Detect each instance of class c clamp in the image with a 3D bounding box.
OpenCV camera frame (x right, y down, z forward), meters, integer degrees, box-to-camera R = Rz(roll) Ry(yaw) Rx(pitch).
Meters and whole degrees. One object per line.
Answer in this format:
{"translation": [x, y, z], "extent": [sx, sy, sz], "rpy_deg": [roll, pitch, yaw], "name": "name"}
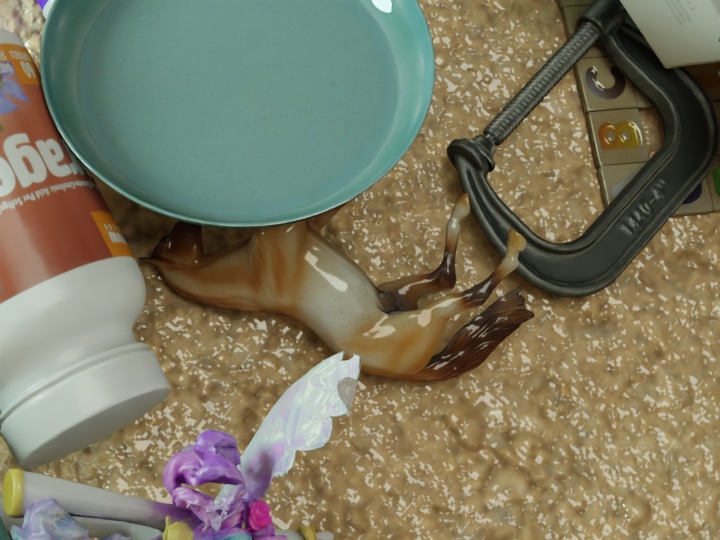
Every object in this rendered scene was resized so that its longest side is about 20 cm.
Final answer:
{"translation": [0.119, -0.089, 1.201], "extent": [0.171, 0.027, 0.200], "rpy_deg": [40, 65, -6], "name": "c clamp"}

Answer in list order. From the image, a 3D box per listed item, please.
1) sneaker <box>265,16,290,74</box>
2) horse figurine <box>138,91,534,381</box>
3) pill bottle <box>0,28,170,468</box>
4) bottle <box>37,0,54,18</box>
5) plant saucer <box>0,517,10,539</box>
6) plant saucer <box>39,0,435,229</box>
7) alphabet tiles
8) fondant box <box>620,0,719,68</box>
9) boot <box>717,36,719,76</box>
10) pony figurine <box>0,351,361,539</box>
{"translation": [-0.019, -0.142, 1.168], "extent": [0.087, 0.075, 0.201], "rpy_deg": [32, 61, -30], "name": "sneaker"}
{"translation": [0.000, 0.000, 1.114], "extent": [0.199, 0.050, 0.133], "rpy_deg": [34, 96, -13], "name": "horse figurine"}
{"translation": [-0.176, -0.010, 1.046], "extent": [0.112, 0.112, 0.201], "rpy_deg": [-25, 81, -22], "name": "pill bottle"}
{"translation": [-0.186, -0.224, 1.138], "extent": [0.083, 0.065, 0.201], "rpy_deg": [-23, 80, -21], "name": "bottle"}
{"translation": [-0.183, 0.120, 0.959], "extent": [0.019, 0.200, 0.070], "rpy_deg": [2, 113, -23], "name": "plant saucer"}
{"translation": [-0.062, -0.101, 1.064], "extent": [0.198, 0.027, 0.202], "rpy_deg": [2, 59, -4], "name": "plant saucer"}
{"translation": [0.202, -0.131, 1.253], "extent": [0.166, 0.008, 0.202], "rpy_deg": [-6, 75, -18], "name": "alphabet tiles"}
{"translation": [0.194, -0.239, 1.208], "extent": [0.144, 0.058, 0.201], "rpy_deg": [49, 53, -37], "name": "fondant box"}
{"translation": [0.297, -0.133, 1.176], "extent": [0.197, 0.073, 0.164], "rpy_deg": [17, 62, -18], "name": "boot"}
{"translation": [-0.073, 0.128, 0.979], "extent": [0.198, 0.193, 0.168], "rpy_deg": [5, 77, -21], "name": "pony figurine"}
